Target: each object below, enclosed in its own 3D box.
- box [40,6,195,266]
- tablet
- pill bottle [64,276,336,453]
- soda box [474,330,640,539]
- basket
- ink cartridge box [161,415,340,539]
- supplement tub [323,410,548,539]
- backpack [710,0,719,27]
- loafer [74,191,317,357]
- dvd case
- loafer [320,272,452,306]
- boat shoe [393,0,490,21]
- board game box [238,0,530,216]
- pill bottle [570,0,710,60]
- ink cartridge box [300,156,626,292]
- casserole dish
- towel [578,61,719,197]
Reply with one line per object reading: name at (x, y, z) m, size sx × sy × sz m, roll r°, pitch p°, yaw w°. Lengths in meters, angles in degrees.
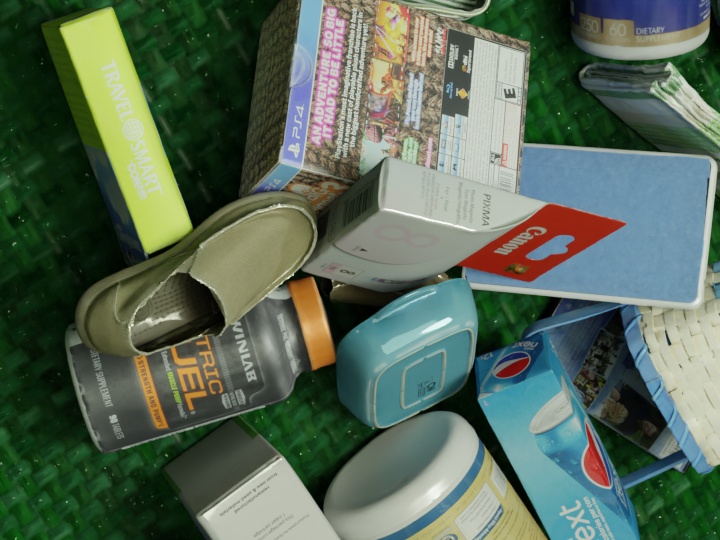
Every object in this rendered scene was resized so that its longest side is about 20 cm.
box at (-0.182, -0.097, 1.234) m, size 0.047 × 0.122 × 0.201 m, roll -22°, pitch 104°, yaw -14°
tablet at (0.188, -0.039, 1.346) m, size 0.199 × 0.014 × 0.131 m, roll 5°, pitch 76°, yaw 17°
pill bottle at (-0.121, 0.065, 1.272) m, size 0.199 × 0.106 × 0.107 m, roll -17°, pitch 104°, yaw -4°
soda box at (0.164, 0.153, 1.353) m, size 0.068 × 0.064 × 0.201 m, roll -22°, pitch 117°, yaw 13°
basket at (0.256, 0.092, 1.384) m, size 0.199 × 0.139 × 0.177 m, roll -23°, pitch 114°, yaw 14°
ink cartridge box at (-0.062, 0.231, 1.312) m, size 0.084 × 0.145 × 0.200 m, roll -35°, pitch 108°, yaw -11°
supplement tub at (0.077, 0.234, 1.357) m, size 0.144 × 0.145 × 0.200 m, roll -37°, pitch 107°, yaw -9°
backpack at (0.344, -0.296, 1.371) m, size 0.163 × 0.154 × 0.200 m, roll -35°, pitch 129°, yaw -7°
loafer at (-0.107, 0.011, 1.184) m, size 0.199 × 0.068 × 0.076 m, roll -31°, pitch 125°, yaw -20°
dvd case at (0.250, 0.073, 1.454) m, size 0.200 × 0.018 × 0.143 m, roll 32°, pitch 87°, yaw -19°
loafer at (0.000, 0.000, 1.337) m, size 0.199 × 0.076 × 0.068 m, roll 29°, pitch 92°, yaw -11°
boat shoe at (0.012, -0.243, 1.304) m, size 0.199 × 0.062 × 0.072 m, roll 8°, pitch 96°, yaw -18°
board game box at (0.020, -0.116, 1.278) m, size 0.199 × 0.097 × 0.160 m, roll 14°, pitch 68°, yaw -19°
pill bottle at (0.225, -0.281, 1.317) m, size 0.115 × 0.116 × 0.201 m, roll -13°, pitch 116°, yaw -15°
ink cartridge box at (0.074, -0.017, 1.231) m, size 0.199 × 0.162 × 0.057 m, roll 18°, pitch 67°, yaw -17°
casserole dish at (0.042, 0.073, 1.302) m, size 0.121 × 0.200 × 0.039 m, roll -25°, pitch 69°, yaw -11°
towel at (0.287, -0.109, 1.367) m, size 0.200 × 0.149 × 0.031 m, roll 35°, pitch 88°, yaw -20°
